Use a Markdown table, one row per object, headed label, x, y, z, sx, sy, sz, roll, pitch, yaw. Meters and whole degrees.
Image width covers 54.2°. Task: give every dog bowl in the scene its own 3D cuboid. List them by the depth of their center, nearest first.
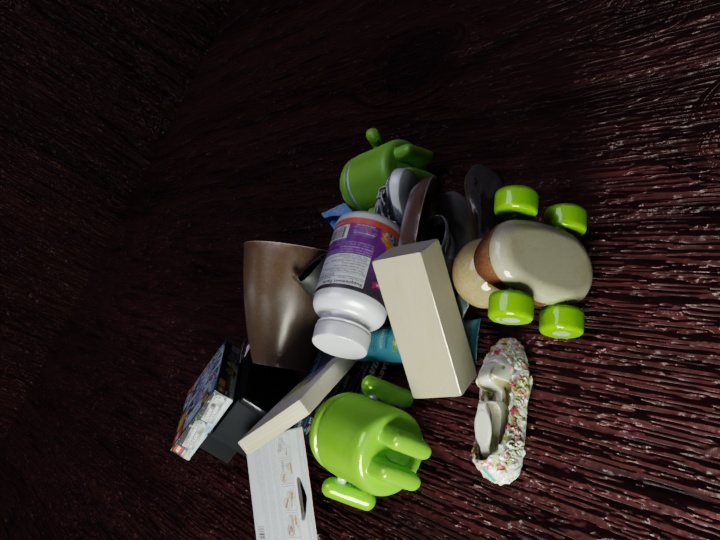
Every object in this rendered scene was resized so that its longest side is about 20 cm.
| label | x | y | z | sx | sy | sz | roll | pitch | yaw |
| --- | --- | --- | --- | --- | --- | --- | --- | --- | --- |
| dog bowl | -0.007 | -0.057 | 1.274 | 0.049 | 0.112 | 0.200 | -37 | 31 | 0 |

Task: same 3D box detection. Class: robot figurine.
| label | x | y | z | sx | sy | sz | roll | pitch | yaw |
| --- | --- | --- | --- | --- | --- | --- | --- | --- | --- |
| robot figurine | 0.006 | 0.237 | 0.978 | 0.199 | 0.115 | 0.177 | 7 | 74 | 54 |
| robot figurine | 0.043 | -0.168 | 1.288 | 0.199 | 0.115 | 0.177 | -14 | 76 | 48 |

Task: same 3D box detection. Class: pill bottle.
| label | x | y | z | sx | sy | sz | roll | pitch | yaw |
| --- | --- | --- | --- | --- | --- | --- | --- | --- | --- |
| pill bottle | -0.007 | 0.023 | 1.044 | 0.111 | 0.111 | 0.201 | -16 | 50 | 47 |

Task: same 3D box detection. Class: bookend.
| label | x | y | z | sx | sy | sz | roll | pitch | yaw |
| --- | --- | --- | --- | --- | --- | --- | --- | --- | --- |
| bookend | -0.214 | 0.269 | 1.239 | 0.199 | 0.092 | 0.200 | -52 | 14 | 12 |

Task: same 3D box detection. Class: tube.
| label | x | y | z | sx | sy | sz | roll | pitch | yaw |
| --- | --- | --- | --- | --- | --- | --- | --- | --- | --- |
| tube | 0.079 | 0.109 | 1.041 | 0.199 | 0.050 | 0.078 | -4 | 63 | 27 |

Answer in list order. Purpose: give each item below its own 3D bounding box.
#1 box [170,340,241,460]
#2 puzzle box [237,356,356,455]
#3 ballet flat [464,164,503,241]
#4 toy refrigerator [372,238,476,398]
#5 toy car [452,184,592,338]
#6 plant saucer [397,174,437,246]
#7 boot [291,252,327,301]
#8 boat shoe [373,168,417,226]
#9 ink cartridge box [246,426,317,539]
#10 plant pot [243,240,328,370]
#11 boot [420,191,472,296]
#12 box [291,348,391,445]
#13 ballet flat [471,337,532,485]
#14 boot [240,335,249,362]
| label | x | y | z | sx | sy | sz | roll | pitch | yaw |
| --- | --- | --- | --- | --- | --- | --- | --- | --- | --- |
| box | -0.270 | 0.224 | 1.250 | 0.137 | 0.040 | 0.200 | -54 | 15 | 11 |
| puzzle box | -0.086 | 0.189 | 1.052 | 0.133 | 0.025 | 0.200 | -38 | 0 | 27 |
| ballet flat | 0.190 | -0.082 | 1.077 | 0.046 | 0.067 | 0.201 | 112 | 162 | -51 |
| toy refrigerator | 0.089 | 0.065 | 0.949 | 0.076 | 0.201 | 0.070 | -11 | 14 | 33 |
| toy car | 0.187 | 0.006 | 0.932 | 0.200 | 0.157 | 0.165 | -25 | 54 | 59 |
| plant saucer | 0.085 | -0.048 | 1.078 | 0.032 | 0.201 | 0.201 | 9 | 64 | 13 |
| boot | 0.000 | 0.000 | 1.146 | 0.200 | 0.139 | 0.077 | -45 | 21 | -18 |
| boat shoe | 0.058 | -0.109 | 1.142 | 0.068 | 0.199 | 0.074 | 13 | 79 | 17 |
| ink cartridge box | -0.105 | 0.338 | 1.047 | 0.173 | 0.043 | 0.201 | -25 | 69 | 47 |
| plant pot | -0.124 | 0.066 | 1.215 | 0.186 | 0.186 | 0.202 | -2 | 78 | 53 |
| boot | 0.127 | -0.053 | 1.052 | 0.069 | 0.132 | 0.201 | 2 | 66 | 16 |
| box | -0.037 | 0.195 | 1.156 | 0.159 | 0.046 | 0.201 | 7 | 69 | 56 |
| ballet flat | 0.173 | 0.163 | 0.879 | 0.075 | 0.064 | 0.201 | -28 | 42 | 40 |
| boot | -0.139 | 0.137 | 1.340 | 0.199 | 0.064 | 0.188 | -1 | 64 | 49 |
